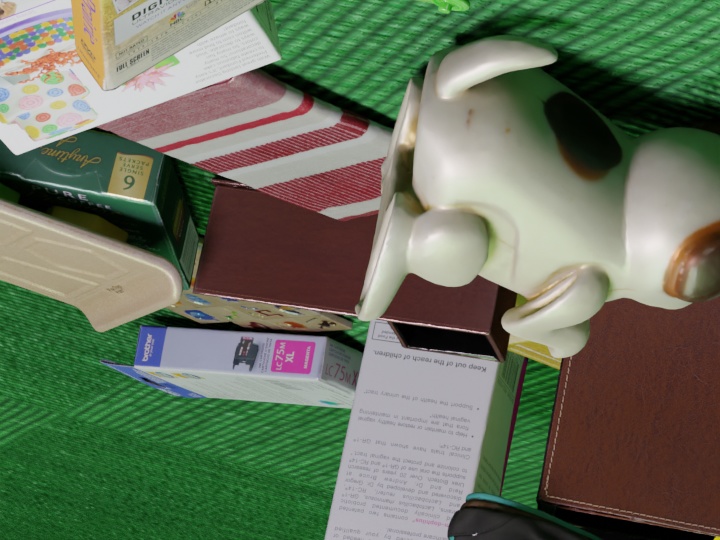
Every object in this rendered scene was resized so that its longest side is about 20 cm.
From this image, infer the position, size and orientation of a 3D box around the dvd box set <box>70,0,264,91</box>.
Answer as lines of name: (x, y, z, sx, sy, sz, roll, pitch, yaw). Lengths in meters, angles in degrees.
dvd box set: (-0.053, -0.164, 1.166, 0.029, 0.146, 0.200, 51, 163, 20)

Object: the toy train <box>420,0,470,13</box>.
toy train: (-0.004, -0.171, 1.335, 0.056, 0.042, 0.200, 14, 169, 33)

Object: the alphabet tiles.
alphabet tiles: (-0.108, 0.011, 2.118, 0.200, 0.008, 0.167, 24, 160, -40)

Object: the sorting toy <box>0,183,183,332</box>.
sorting toy: (-0.223, -0.024, 1.872, 0.199, 0.037, 0.185, 25, 163, -17)

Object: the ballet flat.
ballet flat: (0.140, 0.180, 1.659, 0.199, 0.069, 0.068, 14, 164, -11)

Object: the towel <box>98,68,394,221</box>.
towel: (-0.040, -0.076, 1.730, 0.199, 0.023, 0.144, 21, 160, -37)

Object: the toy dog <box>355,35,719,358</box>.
toy dog: (0.117, -0.046, 1.563, 0.199, 0.140, 0.195, 15, 128, -6)

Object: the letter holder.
letter holder: (0.188, 0.060, 1.706, 0.141, 0.201, 0.101, 9, 165, 6)

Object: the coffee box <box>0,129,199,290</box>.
coffee box: (-0.173, -0.043, 1.897, 0.122, 0.044, 0.200, 12, 165, 8)

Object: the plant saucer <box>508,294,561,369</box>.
plant saucer: (0.188, 0.041, 1.931, 0.199, 0.049, 0.200, 21, 163, -31)

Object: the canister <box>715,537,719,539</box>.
canister: (0.245, 0.102, 1.861, 0.148, 0.087, 0.200, -4, 142, -7)

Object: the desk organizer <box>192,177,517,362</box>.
desk organizer: (0.000, 0.000, 1.863, 0.199, 0.077, 0.072, 8, 164, 14)

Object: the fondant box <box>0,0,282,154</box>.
fondant box: (-0.138, -0.142, 1.354, 0.144, 0.058, 0.200, -19, 149, 10)

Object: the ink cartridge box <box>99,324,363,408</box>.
ink cartridge box: (-0.086, 0.074, 2.252, 0.199, 0.042, 0.119, 0, 166, 29)

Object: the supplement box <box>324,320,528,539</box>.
supplement box: (0.047, 0.132, 2.065, 0.103, 0.201, 0.101, 7, 164, 14)
